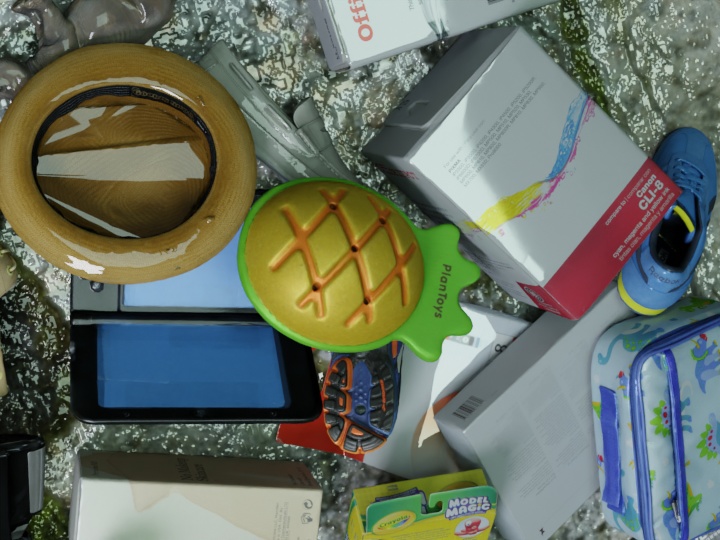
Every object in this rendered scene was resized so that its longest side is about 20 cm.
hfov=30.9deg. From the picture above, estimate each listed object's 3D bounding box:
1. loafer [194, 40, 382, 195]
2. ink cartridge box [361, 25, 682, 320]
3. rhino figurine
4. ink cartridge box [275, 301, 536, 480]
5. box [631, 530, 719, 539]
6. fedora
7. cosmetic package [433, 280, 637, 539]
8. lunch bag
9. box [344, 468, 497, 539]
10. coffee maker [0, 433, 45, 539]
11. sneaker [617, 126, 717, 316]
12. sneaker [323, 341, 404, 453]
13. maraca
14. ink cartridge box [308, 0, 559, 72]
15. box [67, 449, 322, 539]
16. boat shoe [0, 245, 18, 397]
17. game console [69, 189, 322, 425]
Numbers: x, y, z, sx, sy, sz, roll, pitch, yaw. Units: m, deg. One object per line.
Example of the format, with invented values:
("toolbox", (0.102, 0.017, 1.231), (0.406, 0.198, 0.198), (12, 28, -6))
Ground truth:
("loafer", (-0.055, -0.110, 1.071), (0.200, 0.070, 0.070), (35, 96, -15))
("ink cartridge box", (0.128, -0.084, 1.082), (0.200, 0.145, 0.145), (42, 86, -16))
("rhino figurine", (-0.231, -0.182, 1.021), (0.200, 0.060, 0.088), (-41, 114, -2))
("ink cartridge box", (0.043, 0.099, 1.139), (0.199, 0.050, 0.163), (14, 94, -19))
("box", (0.294, 0.330, 1.235), (0.199, 0.050, 0.158), (-33, 104, -7))
("fedora", (-0.183, -0.077, 1.013), (0.199, 0.082, 0.202), (2, 80, -12))
("cosmetic package", (0.175, 0.124, 1.139), (0.200, 0.052, 0.151), (-40, 117, -19))
("lunch bag", (0.279, 0.134, 1.132), (0.160, 0.082, 0.201), (-16, 108, -27))
("box", (0.044, 0.233, 1.101), (0.117, 0.049, 0.201), (-6, 141, -14))
("coffee maker", (-0.315, 0.237, 0.996), (0.134, 0.192, 0.201), (-7, 93, 19))
("sneaker", (0.278, -0.055, 1.121), (0.066, 0.079, 0.201), (24, 59, 1))
("sneaker", (0.005, 0.056, 1.092), (0.075, 0.078, 0.201), (7, 77, 8))
("maraca", (0.000, 0.000, 1.017), (0.199, 0.107, 0.138), (15, 76, -16))
("ink cartridge box", (0.050, -0.260, 1.065), (0.199, 0.083, 0.148), (-19, 98, -11))
("box", (-0.140, 0.203, 1.085), (0.199, 0.095, 0.078), (5, 96, -16))
("boat shoe", (-0.307, 0.008, 1.031), (0.066, 0.074, 0.201), (0, 100, -27))
("game console", (-0.131, 0.024, 1.048), (0.199, 0.116, 0.177), (2, 98, -15))
